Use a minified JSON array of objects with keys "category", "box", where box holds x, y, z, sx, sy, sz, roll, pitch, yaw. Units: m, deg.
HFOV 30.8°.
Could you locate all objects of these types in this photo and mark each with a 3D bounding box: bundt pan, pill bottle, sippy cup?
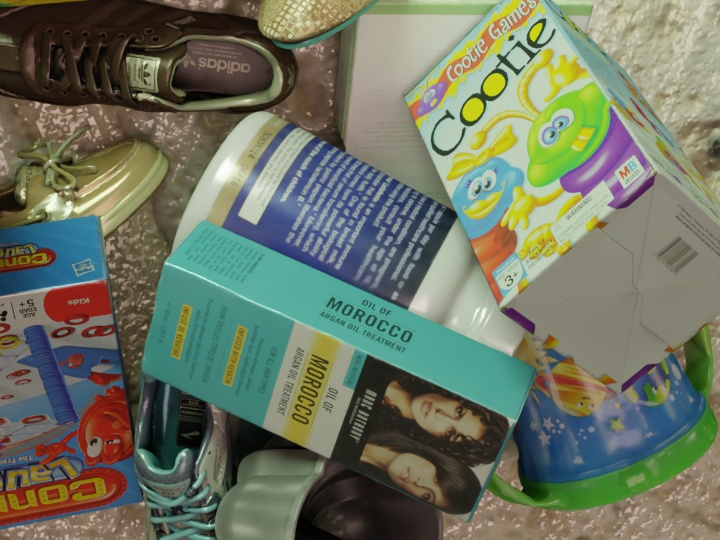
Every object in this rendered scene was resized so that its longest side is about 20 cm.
[{"category":"bundt pan","box":[-0.026,0.181,0.782,0.076,0.202,0.203,2,111,30]},{"category":"pill bottle","box":[0.000,0.000,0.766,0.200,0.116,0.116,28,99,4]},{"category":"sippy cup","box":[0.146,0.067,0.853,0.139,0.178,0.131,-19,101,29]}]

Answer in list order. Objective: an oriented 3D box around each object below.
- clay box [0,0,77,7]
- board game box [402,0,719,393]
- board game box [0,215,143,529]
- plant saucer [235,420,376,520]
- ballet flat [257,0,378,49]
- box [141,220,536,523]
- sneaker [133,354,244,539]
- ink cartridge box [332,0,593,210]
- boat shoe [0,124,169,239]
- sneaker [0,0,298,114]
[{"category":"clay box","box":[-0.138,-0.187,0.698,0.199,0.115,0.048,-10,79,-17]},{"category":"board game box","box":[0.114,-0.051,0.711,0.103,0.200,0.105,-43,126,19]},{"category":"board game box","box":[-0.234,0.072,0.752,0.199,0.056,0.196,-10,134,-10]},{"category":"plant saucer","box":[-0.015,0.089,0.858,0.199,0.036,0.201,-4,110,-12]},{"category":"ballet flat","box":[0.010,-0.203,0.738,0.200,0.070,0.065,-46,145,-28]},{"category":"box","box":[-0.014,0.054,0.703,0.199,0.049,0.082,24,127,7]},{"category":"sneaker","box":[-0.108,0.130,0.783,0.077,0.086,0.201,-5,91,12]},{"category":"ink cartridge box","box":[0.055,-0.089,0.826,0.145,0.048,0.200,-2,130,-12]},{"category":"boat shoe","box":[-0.207,-0.030,0.763,0.200,0.073,0.063,-29,113,-3]},{"category":"sneaker","box":[-0.133,-0.126,0.751,0.199,0.076,0.071,-1,106,-14]}]
